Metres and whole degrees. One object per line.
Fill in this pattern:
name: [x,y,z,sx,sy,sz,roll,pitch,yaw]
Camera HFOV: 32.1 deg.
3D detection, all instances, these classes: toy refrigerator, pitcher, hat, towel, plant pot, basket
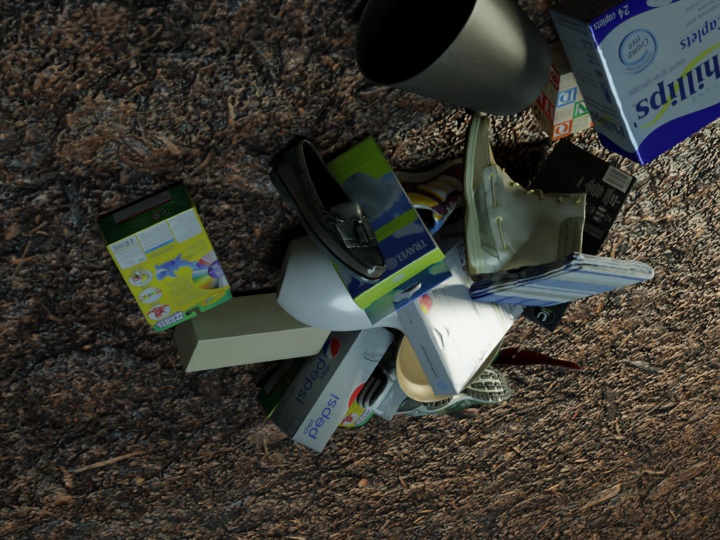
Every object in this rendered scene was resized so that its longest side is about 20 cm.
toy refrigerator: [-0.145,0.077,1.686,0.199,0.070,0.076,-6,146,-28]
pitcher: [0.000,0.000,1.633,0.199,0.173,0.121,14,169,-8]
hat: [0.185,0.144,1.894,0.165,0.177,0.200,9,130,-42]
towel: [0.250,0.014,1.570,0.146,0.024,0.200,7,164,-35]
plant pot: [0.127,0.099,1.801,0.199,0.027,0.201,-20,129,-26]
basket: [0.117,-0.255,1.400,0.180,0.136,0.199,-48,144,17]

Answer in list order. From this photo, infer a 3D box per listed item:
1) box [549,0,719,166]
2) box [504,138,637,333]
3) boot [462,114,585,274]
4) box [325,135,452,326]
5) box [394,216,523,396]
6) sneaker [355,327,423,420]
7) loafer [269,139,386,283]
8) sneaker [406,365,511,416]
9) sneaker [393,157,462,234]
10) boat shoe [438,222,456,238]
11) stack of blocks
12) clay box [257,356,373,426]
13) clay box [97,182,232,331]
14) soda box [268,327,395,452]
box: [0.352,-0.262,1.489,0.183,0.105,0.201,-32,118,-7]
box: [0.268,-0.048,1.712,0.149,0.124,0.201,-52,168,-47]
boot: [0.204,-0.098,1.568,0.153,0.202,0.072,-2,180,6]
box: [0.012,-0.049,1.516,0.122,0.201,0.048,-32,156,5]
box: [0.129,0.043,1.624,0.041,0.200,0.157,-9,116,39]
sneaker: [0.077,0.136,1.861,0.200,0.075,0.115,-52,135,-5]
loafer: [-0.034,-0.072,1.463,0.072,0.200,0.063,-5,137,-52]
sneaker: [0.153,0.203,2.057,0.199,0.077,0.089,-2,150,-25]
sneaker: [0.101,-0.087,1.627,0.199,0.090,0.075,-12,142,-21]
boat shoe: [0.097,0.006,1.765,0.200,0.072,0.068,-43,158,14]
stack of blocks: [0.323,-0.254,1.599,0.199,0.059,0.116,-20,144,-12]
clay box: [-0.044,0.176,1.880,0.199,0.048,0.115,13,125,-44]
clay box: [-0.234,-0.010,1.532,0.114,0.048,0.200,-24,146,-7]
soda box: [-0.039,0.150,1.757,0.068,0.063,0.201,34,88,-45]
